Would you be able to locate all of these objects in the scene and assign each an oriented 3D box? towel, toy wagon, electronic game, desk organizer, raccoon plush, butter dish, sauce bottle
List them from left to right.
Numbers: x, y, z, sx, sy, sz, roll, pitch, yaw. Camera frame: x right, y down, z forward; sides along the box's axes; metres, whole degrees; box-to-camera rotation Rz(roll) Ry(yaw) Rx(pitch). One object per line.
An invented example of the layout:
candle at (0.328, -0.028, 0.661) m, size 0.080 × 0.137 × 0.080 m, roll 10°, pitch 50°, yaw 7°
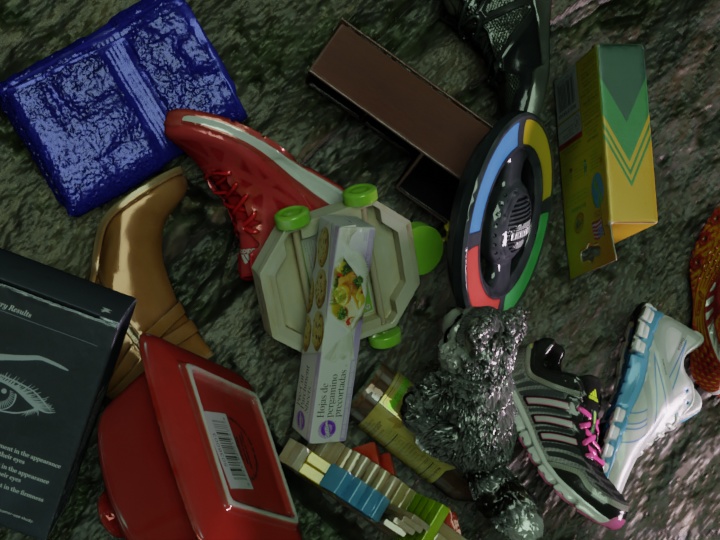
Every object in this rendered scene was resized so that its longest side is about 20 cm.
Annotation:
towel at (-0.219, -0.158, 1.272) m, size 0.199 × 0.050 × 0.149 m, roll -33°, pitch 88°, yaw -14°
butter dish at (-0.157, 0.181, 1.170) m, size 0.147 × 0.199 × 0.202 m, roll -27°, pitch 64°, yaw 14°
toy wagon at (0.000, 0.000, 1.265) m, size 0.198 × 0.040 × 0.157 m, roll -20°, pitch 115°, yaw -21°
desk organizer at (0.035, -0.136, 1.295) m, size 0.199 × 0.072 × 0.077 m, roll 35°, pitch 53°, yaw -4°
sauce bottle at (0.076, 0.166, 1.273) m, size 0.199 × 0.065 × 0.065 m, roll 38°, pitch 76°, yaw -5°
electronic game at (0.132, -0.045, 1.261) m, size 0.041 × 0.200 × 0.202 m, roll 14°, pitch 76°, yaw 26°
raccoon plush at (0.129, 0.121, 1.199) m, size 0.200 × 0.134 × 0.097 m, roll 46°, pitch 42°, yaw 5°

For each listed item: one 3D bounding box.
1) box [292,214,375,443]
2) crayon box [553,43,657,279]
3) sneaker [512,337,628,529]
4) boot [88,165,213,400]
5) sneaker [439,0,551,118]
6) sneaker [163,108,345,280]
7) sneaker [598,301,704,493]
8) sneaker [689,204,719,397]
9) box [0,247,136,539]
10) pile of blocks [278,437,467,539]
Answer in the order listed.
box at (-0.024, 0.052, 1.223) m, size 0.038 × 0.041 × 0.203 m, roll 0°, pitch 107°, yaw -28°
crayon box at (0.232, -0.100, 1.313) m, size 0.050 × 0.127 × 0.203 m, roll -1°, pitch 83°, yaw -11°
sneaker at (0.191, 0.139, 1.248) m, size 0.087 × 0.074 × 0.201 m, roll -41°, pitch 53°, yaw 12°
boot at (-0.187, 0.020, 1.242) m, size 0.155 × 0.074 × 0.200 m, roll 43°, pitch 87°, yaw -2°
sneaker at (0.127, -0.220, 1.338) m, size 0.113 × 0.076 × 0.202 m, roll 4°, pitch 77°, yaw -8°
sneaker at (-0.104, -0.058, 1.248) m, size 0.198 × 0.078 × 0.117 m, roll 27°, pitch 80°, yaw -23°
sneaker at (0.276, 0.135, 1.304) m, size 0.086 × 0.075 × 0.202 m, roll 20°, pitch 79°, yaw 2°
sneaker at (0.369, 0.026, 1.359) m, size 0.076 × 0.073 × 0.203 m, roll 10°, pitch 84°, yaw -29°
box at (-0.290, 0.098, 1.155) m, size 0.146 × 0.104 × 0.202 m, roll 21°, pitch 99°, yaw -4°
pile of blocks at (0.024, 0.199, 1.247) m, size 0.199 × 0.082 × 0.063 m, roll 34°, pitch 77°, yaw -4°
